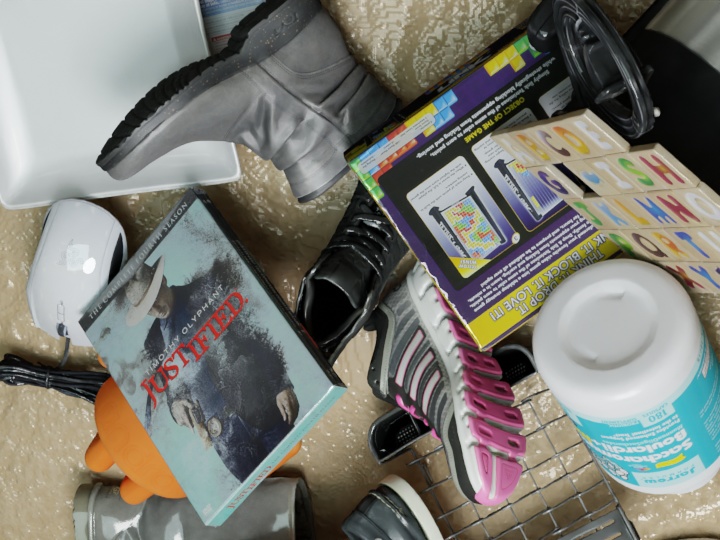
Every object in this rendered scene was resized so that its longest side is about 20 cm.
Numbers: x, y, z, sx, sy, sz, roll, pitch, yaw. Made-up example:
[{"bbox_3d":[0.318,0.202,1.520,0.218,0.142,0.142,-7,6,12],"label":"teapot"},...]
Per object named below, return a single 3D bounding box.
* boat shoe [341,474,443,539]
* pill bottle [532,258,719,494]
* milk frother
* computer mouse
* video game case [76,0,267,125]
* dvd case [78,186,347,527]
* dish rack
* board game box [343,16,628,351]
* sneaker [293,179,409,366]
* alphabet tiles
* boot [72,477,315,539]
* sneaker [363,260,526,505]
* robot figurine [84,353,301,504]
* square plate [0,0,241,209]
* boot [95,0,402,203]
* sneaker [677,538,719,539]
[{"bbox_3d":[0.047,0.256,1.092,0.066,0.074,0.200,-30,103,-24],"label":"boat shoe"},{"bbox_3d":[0.200,0.085,1.011,0.110,0.111,0.200,-16,143,18],"label":"pill bottle"},{"bbox_3d":[0.207,-0.142,0.865,0.180,0.200,0.188,43,88,-8],"label":"milk frother"},{"bbox_3d":[-0.231,0.031,1.132,0.109,0.044,0.200,18,129,4],"label":"computer mouse"},{"bbox_3d":[-0.136,-0.198,1.053,0.143,0.018,0.201,-10,110,17],"label":"video game case"},{"bbox_3d":[-0.111,0.059,1.033,0.146,0.022,0.200,-47,59,18],"label":"dvd case"},{"bbox_3d":[0.115,0.171,1.098,0.153,0.055,0.200,-32,78,23],"label":"dish rack"},{"bbox_3d":[0.115,-0.070,0.998,0.200,0.057,0.166,-35,103,3],"label":"board game box"},{"bbox_3d":[-0.003,-0.002,1.040,0.060,0.104,0.200,27,103,2],"label":"sneaker"},{"bbox_3d":[0.173,-0.037,0.880,0.167,0.200,0.008,39,83,-11],"label":"alphabet tiles"},{"bbox_3d":[-0.136,0.253,1.220,0.199,0.073,0.182,-1,114,6],"label":"boot"},{"bbox_3d":[0.054,0.089,1.051,0.087,0.200,0.074,-35,144,26],"label":"sneaker"},{"bbox_3d":[-0.124,0.098,1.120,0.200,0.116,0.144,-41,63,22],"label":"robot figurine"},{"bbox_3d":[-0.198,-0.151,1.061,0.197,0.028,0.201,-6,111,16],"label":"square plate"},{"bbox_3d":[-0.074,-0.094,1.015,0.200,0.070,0.132,-36,112,1],"label":"boot"},{"bbox_3d":[0.208,0.285,1.105,0.199,0.147,0.081,-17,108,19],"label":"sneaker"}]
